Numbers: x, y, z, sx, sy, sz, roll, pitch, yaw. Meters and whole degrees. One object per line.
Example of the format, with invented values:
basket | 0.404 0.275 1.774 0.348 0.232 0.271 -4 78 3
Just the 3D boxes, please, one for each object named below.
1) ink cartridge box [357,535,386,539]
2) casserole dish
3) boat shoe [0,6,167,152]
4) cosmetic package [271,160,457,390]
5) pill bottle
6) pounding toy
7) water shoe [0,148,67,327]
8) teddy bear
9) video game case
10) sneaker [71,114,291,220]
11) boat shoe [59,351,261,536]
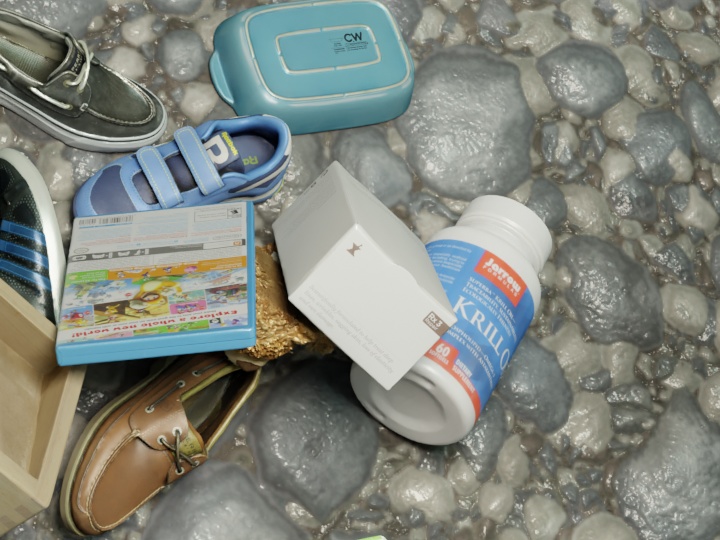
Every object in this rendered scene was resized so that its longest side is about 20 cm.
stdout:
ink cartridge box | -0.073 0.264 1.522 0.144 0.200 0.085 -9 73 -28
casserole dish | -0.034 -0.183 1.849 0.199 0.039 0.122 -10 72 -30
boat shoe | -0.244 -0.154 1.714 0.199 0.071 0.073 20 60 -17
cosmetic package | 0.000 0.000 1.649 0.113 0.200 0.081 43 100 -14
pill bottle | 0.081 0.035 1.756 0.112 0.112 0.201 35 57 -6
pounding toy | -0.316 0.101 1.476 0.184 0.142 0.201 43 32 -26
water shoe | -0.269 -0.001 1.631 0.078 0.072 0.201 -9 71 -26
teddy bear | -0.086 0.021 1.671 0.144 0.067 0.200 27 17 -34
video game case | -0.149 0.006 1.588 0.142 0.018 0.200 -5 29 0
sneaker | -0.141 -0.079 1.722 0.199 0.082 0.074 -23 79 -29
boat shoe | -0.150 0.122 1.616 0.200 0.068 0.072 -54 137 -32
